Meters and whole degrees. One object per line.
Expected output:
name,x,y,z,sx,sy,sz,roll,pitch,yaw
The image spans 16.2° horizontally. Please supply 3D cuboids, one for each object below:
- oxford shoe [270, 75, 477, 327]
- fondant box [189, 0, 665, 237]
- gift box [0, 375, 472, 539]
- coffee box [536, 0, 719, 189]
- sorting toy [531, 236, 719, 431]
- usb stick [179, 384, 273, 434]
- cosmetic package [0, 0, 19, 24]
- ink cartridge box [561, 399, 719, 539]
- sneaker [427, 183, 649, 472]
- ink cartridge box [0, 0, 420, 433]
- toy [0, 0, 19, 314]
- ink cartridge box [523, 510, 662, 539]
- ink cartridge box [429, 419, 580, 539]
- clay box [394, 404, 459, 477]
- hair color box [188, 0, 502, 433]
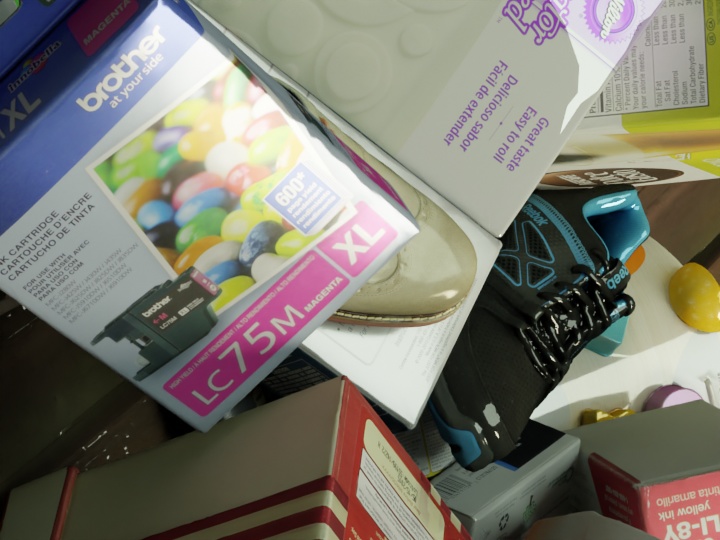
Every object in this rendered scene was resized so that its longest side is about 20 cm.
oxford shoe,-0.028,-0.032,0.993,0.200,0.074,0.071,24,69,-26
fondant box,0.019,-0.131,1.097,0.200,0.058,0.144,36,87,-21
gift box,-0.047,0.168,0.991,0.185,0.186,0.200,57,24,-28
coffee box,0.148,-0.153,1.259,0.200,0.197,0.200,14,73,-68
sorting toy,0.103,0.089,1.293,0.180,0.107,0.200,-21,102,-33
usb stick,-0.047,0.091,1.122,0.055,0.033,0.200,-42,117,-54
cosmetic package,-0.163,-0.181,0.975,0.108,0.085,0.200,40,55,-38
ink cartridge box,0.162,0.176,1.196,0.083,0.145,0.200,-12,98,-10
sneaker,0.080,0.015,1.165,0.073,0.082,0.200,65,27,-27
ink cartridge box,-0.079,-0.031,0.906,0.200,0.119,0.042,41,9,-42
toy,-0.163,-0.048,0.904,0.115,0.047,0.200,-29,126,-6
ink cartridge box,0.074,0.173,1.042,0.050,0.200,0.162,37,74,-3
ink cartridge box,0.055,0.177,1.201,0.099,0.039,0.200,-30,132,-51
clay box,0.000,0.000,1.173,0.115,0.048,0.200,-11,86,-59
hair color box,-0.046,-0.023,1.061,0.200,0.060,0.100,37,63,-21
